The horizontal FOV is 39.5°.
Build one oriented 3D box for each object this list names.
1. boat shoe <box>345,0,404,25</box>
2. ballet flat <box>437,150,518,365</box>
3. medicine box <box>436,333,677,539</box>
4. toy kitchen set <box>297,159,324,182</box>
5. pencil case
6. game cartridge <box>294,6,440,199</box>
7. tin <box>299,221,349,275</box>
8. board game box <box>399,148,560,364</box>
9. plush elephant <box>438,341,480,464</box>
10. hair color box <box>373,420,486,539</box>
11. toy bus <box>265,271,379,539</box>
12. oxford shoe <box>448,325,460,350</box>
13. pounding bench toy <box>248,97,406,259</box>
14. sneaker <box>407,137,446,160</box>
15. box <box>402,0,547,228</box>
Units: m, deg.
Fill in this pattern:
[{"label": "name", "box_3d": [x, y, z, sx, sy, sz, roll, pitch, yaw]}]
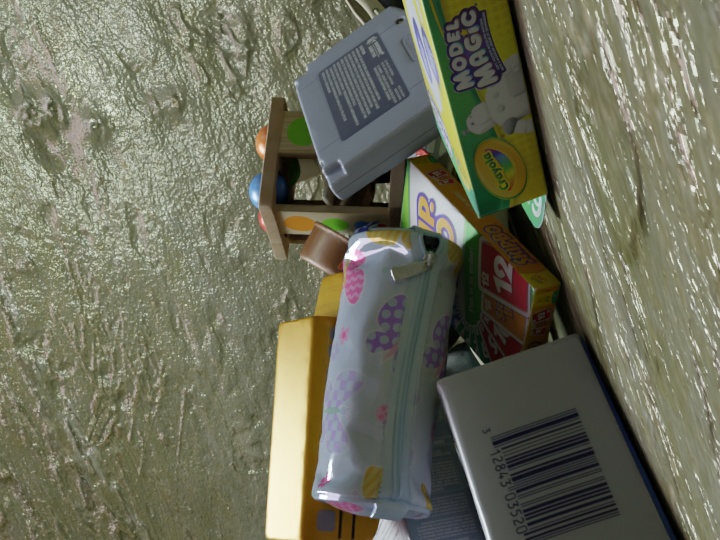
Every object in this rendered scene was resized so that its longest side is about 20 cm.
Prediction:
[{"label": "boat shoe", "box_3d": [0.036, -0.220, 0.962, 0.071, 0.062, 0.201, 70, -179, -54]}, {"label": "ballet flat", "box_3d": [0.105, -0.003, 0.794, 0.069, 0.069, 0.201, -44, -64, -87]}, {"label": "medicine box", "box_3d": [0.137, 0.179, 0.656, 0.201, 0.102, 0.183, 67, -175, -48]}, {"label": "toy kitchen set", "box_3d": [-0.023, -0.209, 1.170, 0.163, 0.199, 0.182, -63, -46, -81]}, {"label": "pencil case", "box_3d": [0.021, 0.070, 0.692, 0.090, 0.083, 0.201, -14, 62, 54]}, {"label": "game cartridge", "box_3d": [0.015, -0.149, 0.840, 0.042, 0.133, 0.200, 54, -169, -35]}, {"label": "tin", "box_3d": [0.000, 0.000, 0.905, 0.111, 0.042, 0.200, 26, 179, -2]}, {"label": "board game box", "box_3d": [0.077, -0.006, 0.751, 0.200, 0.030, 0.096, -125, 32, -48]}, {"label": "plush elephant", "box_3d": [0.109, 0.136, 0.903, 0.155, 0.164, 0.200, 58, 149, 22]}, {"label": "hair color box", "box_3d": [0.057, 0.228, 0.757, 0.099, 0.060, 0.201, 106, 153, -52]}, {"label": "toy bus", "box_3d": [-0.021, 0.100, 0.753, 0.065, 0.078, 0.202, -14, 69, 51]}, {"label": "oxford shoe", "box_3d": [0.077, 0.030, 0.948, 0.071, 0.072, 0.200, 39, -158, 10]}, {"label": "pounding bench toy", "box_3d": [-0.027, -0.125, 1.035, 0.124, 0.155, 0.201, 81, -168, -65]}, {"label": "sneaker", "box_3d": [0.071, -0.046, 0.965, 0.200, 0.074, 0.116, 68, -153, -53]}, {"label": "box", "box_3d": [0.058, -0.124, 0.572, 0.118, 0.048, 0.201, -105, -6, -53]}]
